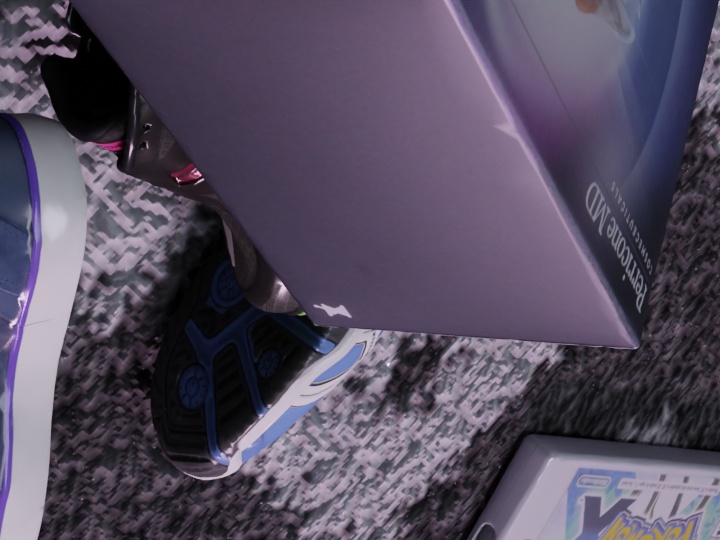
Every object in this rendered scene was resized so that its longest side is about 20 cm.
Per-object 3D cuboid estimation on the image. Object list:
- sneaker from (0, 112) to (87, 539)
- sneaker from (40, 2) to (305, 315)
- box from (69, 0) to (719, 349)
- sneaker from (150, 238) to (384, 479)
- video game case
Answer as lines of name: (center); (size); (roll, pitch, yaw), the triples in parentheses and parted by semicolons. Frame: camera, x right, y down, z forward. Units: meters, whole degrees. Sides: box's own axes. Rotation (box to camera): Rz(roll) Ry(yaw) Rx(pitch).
sneaker: (-0.172, 0.037, 0.735); (0.145, 0.081, 0.201); (-5, 128, -32)
sneaker: (-0.060, -0.060, 0.776); (0.083, 0.077, 0.201); (-32, 131, -12)
box: (0.028, -0.110, 0.704); (0.200, 0.122, 0.200); (54, 47, -53)
sneaker: (0.000, 0.000, 0.879); (0.200, 0.076, 0.077); (-51, 140, 3)
video game case: (0.104, 0.167, 1.182); (0.199, 0.022, 0.183); (9, 114, -50)
